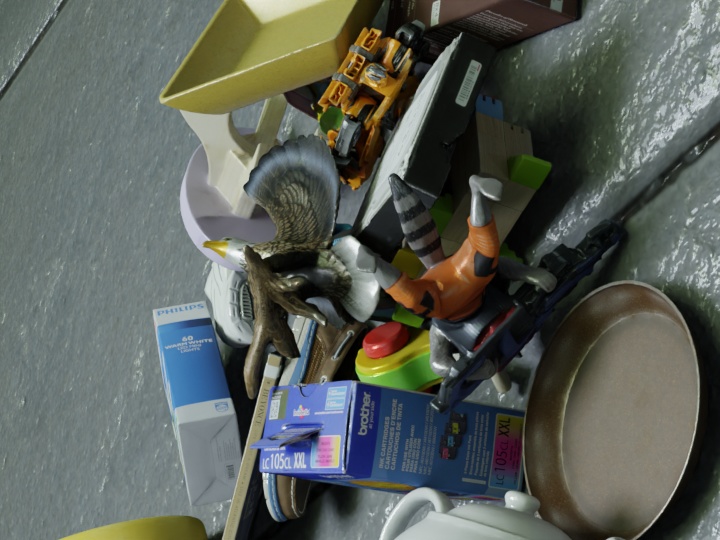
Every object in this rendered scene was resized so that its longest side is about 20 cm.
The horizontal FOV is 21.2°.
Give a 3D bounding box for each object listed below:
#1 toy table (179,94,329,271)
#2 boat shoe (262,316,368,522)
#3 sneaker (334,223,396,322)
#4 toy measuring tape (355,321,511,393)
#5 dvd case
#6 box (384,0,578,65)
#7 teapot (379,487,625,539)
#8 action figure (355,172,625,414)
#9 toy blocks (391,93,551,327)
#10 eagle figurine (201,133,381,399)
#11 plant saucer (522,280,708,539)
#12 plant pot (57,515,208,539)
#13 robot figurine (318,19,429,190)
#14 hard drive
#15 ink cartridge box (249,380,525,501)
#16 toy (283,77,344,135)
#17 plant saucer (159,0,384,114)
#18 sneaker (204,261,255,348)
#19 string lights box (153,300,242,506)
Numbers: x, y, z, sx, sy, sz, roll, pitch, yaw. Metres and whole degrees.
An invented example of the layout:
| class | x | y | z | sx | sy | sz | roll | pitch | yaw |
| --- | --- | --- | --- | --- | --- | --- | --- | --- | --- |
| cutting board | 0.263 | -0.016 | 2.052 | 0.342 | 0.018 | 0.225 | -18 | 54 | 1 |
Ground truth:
| class | x | y | z | sx | sy | sz | roll | pitch | yaw |
| --- | --- | --- | --- | --- | --- | --- | --- | --- | --- |
| toy table | -0.099 | -0.106 | 1.850 | 0.201 | 0.183 | 0.117 | -98 | 25 | -46 |
| boat shoe | -0.038 | 0.128 | 1.722 | 0.072 | 0.072 | 0.201 | 4 | 71 | 16 |
| sneaker | 0.000 | 0.000 | 1.724 | 0.200 | 0.073 | 0.082 | 17 | 91 | 60 |
| toy measuring tape | 0.048 | 0.087 | 1.603 | 0.200 | 0.073 | 0.074 | 18 | 93 | 61 |
| dvd case | -0.093 | 0.171 | 1.792 | 0.149 | 0.016 | 0.201 | -6 | -70 | -85 |
| box | 0.104 | -0.247 | 1.651 | 0.200 | 0.075 | 0.101 | -13 | 65 | 56 |
| teapot | 0.091 | 0.228 | 1.369 | 0.197 | 0.199 | 0.147 | 57 | -131 | -75 |
| action figure | 0.095 | -0.002 | 1.453 | 0.200 | 0.194 | 0.105 | -41 | 51 | -9 |
| toy blocks | 0.087 | -0.066 | 1.599 | 0.137 | 0.099 | 0.200 | -90 | 23 | -47 |
| eagle figurine | -0.055 | -0.012 | 1.585 | 0.152 | 0.151 | 0.200 | -46 | 4 | 24 |
| plant saucer | 0.189 | 0.108 | 1.396 | 0.200 | 0.032 | 0.201 | -32 | 52 | 52 |
| plant pot | -0.225 | 0.358 | 1.862 | 0.201 | 0.200 | 0.190 | -37 | 63 | 48 |
| robot figurine | 0.006 | -0.143 | 1.664 | 0.145 | 0.058 | 0.200 | -59 | -7 | -12 |
| hard drive | 0.044 | -0.093 | 1.549 | 0.200 | 0.038 | 0.140 | 129 | 164 | -70 |
| ink cartridge box | 0.013 | 0.133 | 1.517 | 0.136 | 0.199 | 0.077 | -10 | 69 | 58 |
| toy | -0.042 | -0.203 | 1.847 | 0.047 | 0.115 | 0.200 | -47 | 39 | 23 |
| plant saucer | -0.061 | -0.214 | 1.730 | 0.199 | 0.049 | 0.200 | -17 | 30 | 32 |
| sneaker | -0.125 | -0.015 | 1.946 | 0.099 | 0.078 | 0.201 | -27 | 54 | 57 |
| string lights box | -0.159 | 0.128 | 1.896 | 0.200 | 0.059 | 0.103 | -113 | 15 | -56 |
